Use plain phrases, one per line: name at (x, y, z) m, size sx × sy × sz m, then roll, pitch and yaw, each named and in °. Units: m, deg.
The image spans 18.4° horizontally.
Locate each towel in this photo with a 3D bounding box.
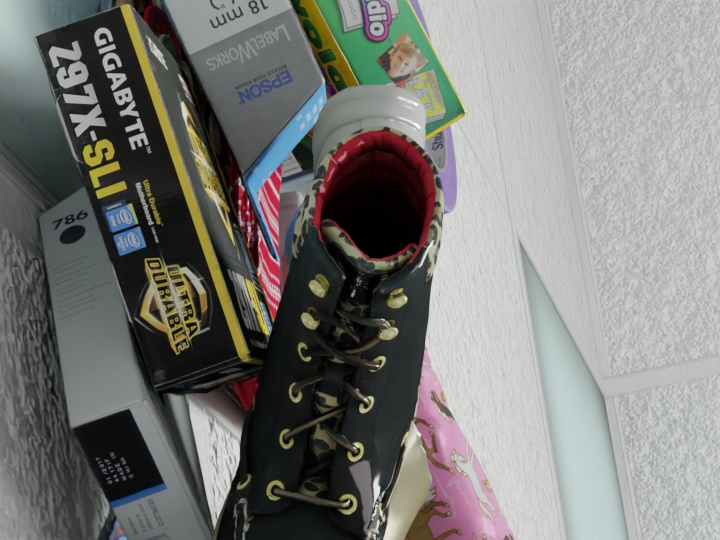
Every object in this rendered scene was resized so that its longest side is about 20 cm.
towel at (-0.057, -0.011, 1.296) m, size 0.145 × 0.022 × 0.201 m, roll 77°, pitch 12°, yaw -70°

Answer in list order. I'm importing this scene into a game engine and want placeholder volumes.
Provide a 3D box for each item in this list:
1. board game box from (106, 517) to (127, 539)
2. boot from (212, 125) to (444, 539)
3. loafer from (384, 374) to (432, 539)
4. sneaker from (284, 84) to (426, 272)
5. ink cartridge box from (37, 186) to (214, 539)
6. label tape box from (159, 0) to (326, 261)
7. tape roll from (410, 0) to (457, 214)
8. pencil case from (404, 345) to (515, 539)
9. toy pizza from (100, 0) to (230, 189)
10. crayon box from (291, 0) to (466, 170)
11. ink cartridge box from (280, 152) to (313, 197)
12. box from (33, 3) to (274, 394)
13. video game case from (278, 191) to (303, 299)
board game box at (-0.077, 0.186, 1.058) m, size 0.200 × 0.039 × 0.159 m, roll -74°, pitch 149°, yaw -68°
boot at (-0.015, 0.056, 0.914) m, size 0.154 × 0.073 × 0.204 m, roll 99°, pitch 4°, yaw -52°
loafer at (-0.002, 0.098, 1.026) m, size 0.076 × 0.067 × 0.201 m, roll 74°, pitch 11°, yaw -45°
sneaker at (0.000, 0.000, 1.119) m, size 0.200 × 0.075 × 0.089 m, roll 90°, pitch -4°, yaw -56°
ink cartridge box at (-0.108, 0.038, 1.013) m, size 0.200 × 0.039 × 0.100 m, roll -107°, pitch 176°, yaw -54°
label tape box at (-0.058, -0.110, 1.161) m, size 0.144 × 0.063 × 0.201 m, roll 128°, pitch -62°, yaw -89°
tape roll at (0.009, -0.133, 1.707) m, size 0.200 × 0.085 × 0.201 m, roll -13°, pitch 90°, yaw -79°
pencil case at (0.040, 0.130, 1.143) m, size 0.201 × 0.083 × 0.087 m, roll 61°, pitch -23°, yaw 11°
toy pizza at (-0.099, -0.087, 1.266) m, size 0.200 × 0.032 × 0.201 m, roll -12°, pitch 90°, yaw -79°
crayon box at (-0.034, -0.161, 1.302) m, size 0.201 × 0.058 × 0.172 m, roll 61°, pitch -16°, yaw -9°
ink cartridge box at (-0.029, -0.118, 1.507) m, size 0.147 × 0.085 × 0.201 m, roll -84°, pitch 157°, yaw -57°
box at (-0.086, -0.025, 1.019) m, size 0.200 × 0.049 × 0.160 m, roll 55°, pitch 17°, yaw -85°
video game case at (-0.023, 0.076, 1.439) m, size 0.200 × 0.023 × 0.183 m, roll 71°, pitch 11°, yaw -60°
